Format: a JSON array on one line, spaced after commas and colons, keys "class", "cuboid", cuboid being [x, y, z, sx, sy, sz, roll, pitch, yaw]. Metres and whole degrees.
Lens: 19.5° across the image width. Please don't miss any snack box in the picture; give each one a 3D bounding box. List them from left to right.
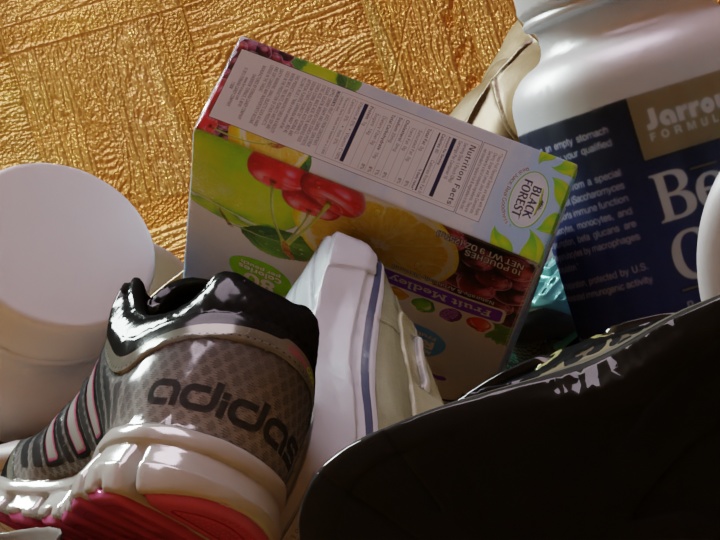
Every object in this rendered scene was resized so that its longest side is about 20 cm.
[{"class": "snack box", "cuboid": [0.000, 0.000, 0.868, 0.142, 0.053, 0.200, 23, -28, 5]}]

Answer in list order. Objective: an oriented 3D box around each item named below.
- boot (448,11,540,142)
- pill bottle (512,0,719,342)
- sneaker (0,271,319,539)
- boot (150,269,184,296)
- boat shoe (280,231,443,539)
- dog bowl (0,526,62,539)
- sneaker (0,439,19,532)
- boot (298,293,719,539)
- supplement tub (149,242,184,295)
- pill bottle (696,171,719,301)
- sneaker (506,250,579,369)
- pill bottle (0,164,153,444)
[{"class": "boot", "cuboid": [0.069, -0.035, 1.121, 0.200, 0.066, 0.175, -54, 19, 16]}, {"class": "pill bottle", "cuboid": [0.126, -0.040, 0.849, 0.111, 0.201, 0.111, -17, 1, 0]}, {"class": "sneaker", "cuboid": [-0.060, 0.049, 0.652, 0.074, 0.088, 0.200, 28, -19, -13]}, {"class": "boot", "cuboid": [-0.034, 0.001, 1.093, 0.200, 0.072, 0.155, -38, -4, 15]}, {"class": "boat shoe", "cuboid": [-0.003, 0.051, 0.723, 0.072, 0.062, 0.200, -57, 13, 22]}, {"class": "dog bowl", "cuboid": [-0.171, 0.130, 0.585, 0.199, 0.059, 0.200, -17, 1, 0]}, {"class": "sneaker", "cuboid": [-0.071, 0.094, 0.850, 0.199, 0.073, 0.112, -8, 2, 26]}, {"class": "boot", "cuboid": [0.096, 0.042, 0.556, 0.203, 0.074, 0.154, -16, -2, 13]}, {"class": "supplement tub", "cuboid": [-0.186, 0.077, 1.214, 0.199, 0.145, 0.145, -22, -2, 27]}, {"class": "pill bottle", "cuboid": [0.208, -0.016, 0.687, 0.200, 0.111, 0.111, -18, 1, -44]}, {"class": "sneaker", "cuboid": [0.096, 0.025, 0.988, 0.078, 0.091, 0.200, -40, 1, -6]}, {"class": "pill bottle", "cuboid": [-0.157, 0.044, 0.922, 0.111, 0.111, 0.200, -18, -25, -33]}]
